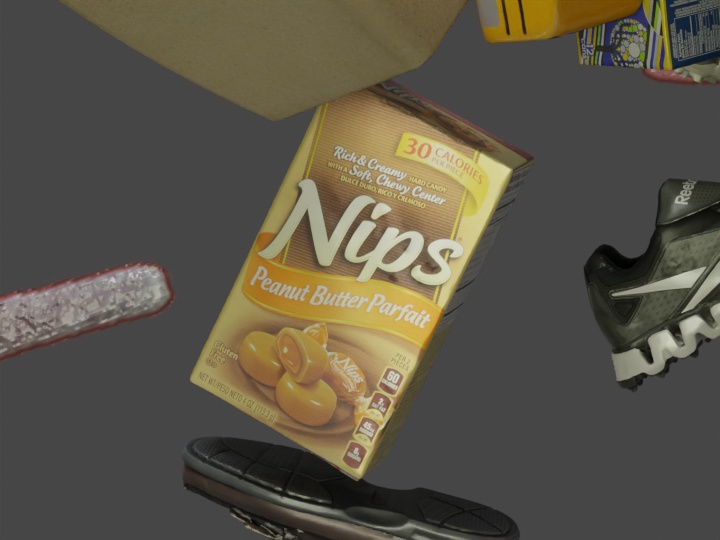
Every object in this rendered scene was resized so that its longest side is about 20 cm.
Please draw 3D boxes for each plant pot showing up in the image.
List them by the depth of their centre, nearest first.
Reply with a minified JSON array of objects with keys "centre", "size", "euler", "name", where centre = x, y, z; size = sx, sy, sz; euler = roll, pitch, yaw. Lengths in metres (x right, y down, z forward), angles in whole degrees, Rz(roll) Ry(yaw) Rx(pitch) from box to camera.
[{"centre":[-0.033,-0.192,1.496],"size":[0.177,0.200,0.199],"euler":[47,145,-20],"name":"plant pot"}]

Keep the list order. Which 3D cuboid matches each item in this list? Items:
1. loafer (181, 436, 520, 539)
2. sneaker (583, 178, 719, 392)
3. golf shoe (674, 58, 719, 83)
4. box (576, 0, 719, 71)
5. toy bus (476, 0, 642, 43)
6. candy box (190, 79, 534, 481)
[{"centre":[-0.011,0.148,1.678],"size":[0.199,0.072,0.063],"euler":[15,108,11],"name":"loafer"},{"centre":[0.202,-0.018,1.583],"size":[0.199,0.066,0.091],"euler":[-30,93,22],"name":"sneaker"},{"centre":[0.149,-0.164,1.575],"size":[0.199,0.078,0.098],"euler":[21,99,2],"name":"golf shoe"},{"centre":[0.142,-0.204,1.475],"size":[0.070,0.064,0.201],"euler":[9,111,50],"name":"box"},{"centre":[0.085,-0.215,1.437],"size":[0.078,0.065,0.201],"euler":[2,106,53],"name":"toy bus"},{"centre":[0.000,0.000,1.653],"size":[0.115,0.055,0.201],"euler":[29,107,10],"name":"candy box"}]
